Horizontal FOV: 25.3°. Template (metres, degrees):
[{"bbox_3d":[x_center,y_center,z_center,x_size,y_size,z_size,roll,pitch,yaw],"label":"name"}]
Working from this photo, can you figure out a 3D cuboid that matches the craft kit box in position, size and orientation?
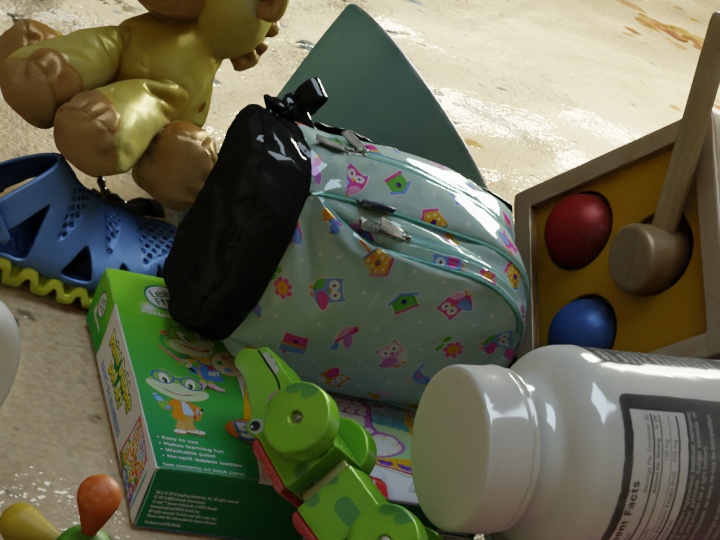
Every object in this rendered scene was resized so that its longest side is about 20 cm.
[{"bbox_3d":[-0.049,0.083,0.939,0.199,0.049,0.198,11,25,-25],"label":"craft kit box"}]

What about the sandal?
[{"bbox_3d":[-0.196,-0.033,0.990,0.199,0.087,0.080,10,26,-31],"label":"sandal"}]

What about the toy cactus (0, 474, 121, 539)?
[{"bbox_3d":[-0.086,0.176,0.681,0.199,0.102,0.165,21,33,-30],"label":"toy cactus"}]

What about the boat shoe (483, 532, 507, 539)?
[{"bbox_3d":[0.161,0.172,0.908,0.199,0.075,0.066,24,15,13],"label":"boat shoe"}]

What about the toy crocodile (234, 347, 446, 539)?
[{"bbox_3d":[-0.010,0.119,0.809,0.200,0.062,0.068,53,3,29],"label":"toy crocodile"}]

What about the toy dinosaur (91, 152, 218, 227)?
[{"bbox_3d":[-0.142,-0.057,1.129,0.088,0.048,0.200,24,30,-11],"label":"toy dinosaur"}]

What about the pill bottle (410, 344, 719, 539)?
[{"bbox_3d":[0.132,0.096,0.823,0.199,0.111,0.111,7,29,-25],"label":"pill bottle"}]

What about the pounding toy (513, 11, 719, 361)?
[{"bbox_3d":[0.184,-0.013,0.956,0.142,0.200,0.185,23,57,-37],"label":"pounding toy"}]

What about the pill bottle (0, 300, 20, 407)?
[{"bbox_3d":[-0.273,0.010,0.804,0.200,0.112,0.112,36,27,25],"label":"pill bottle"}]

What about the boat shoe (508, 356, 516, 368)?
[{"bbox_3d":[0.143,0.090,1.081,0.199,0.063,0.074,-3,62,-40],"label":"boat shoe"}]

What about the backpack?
[{"bbox_3d":[0.000,0.000,0.940,0.199,0.167,0.127,17,45,-21],"label":"backpack"}]

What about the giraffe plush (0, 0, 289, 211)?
[{"bbox_3d":[-0.118,-0.148,1.040,0.172,0.162,0.200,42,16,27],"label":"giraffe plush"}]

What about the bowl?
[{"bbox_3d":[0.005,-0.083,1.181,0.201,0.105,0.201,55,-4,6],"label":"bowl"}]
